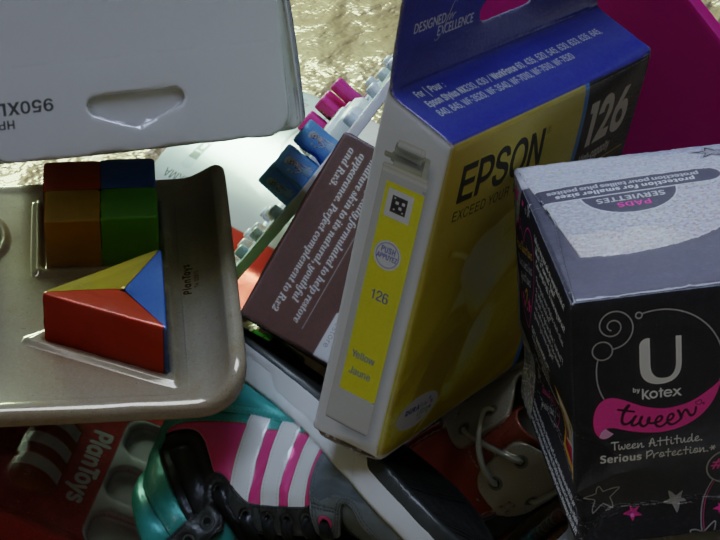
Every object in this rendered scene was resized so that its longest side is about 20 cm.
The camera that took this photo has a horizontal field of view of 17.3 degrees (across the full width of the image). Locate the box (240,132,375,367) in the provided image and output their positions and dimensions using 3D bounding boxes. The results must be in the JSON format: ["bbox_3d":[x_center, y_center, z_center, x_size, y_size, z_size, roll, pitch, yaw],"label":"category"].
[{"bbox_3d":[0.000,0.000,1.162,0.075,0.100,0.200,30,-2,1],"label":"box"}]

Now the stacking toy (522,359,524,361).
[{"bbox_3d":[0.098,0.005,1.231,0.085,0.086,0.200,3,38,14],"label":"stacking toy"}]

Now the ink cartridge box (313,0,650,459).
[{"bbox_3d":[0.062,-0.041,1.024,0.047,0.200,0.198,26,28,23],"label":"ink cartridge box"}]

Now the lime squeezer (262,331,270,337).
[{"bbox_3d":[0.026,0.031,1.288,0.200,0.038,0.071,2,61,10],"label":"lime squeezer"}]

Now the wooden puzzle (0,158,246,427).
[{"bbox_3d":[-0.157,0.003,1.080,0.200,0.046,0.185,-6,35,-3],"label":"wooden puzzle"}]

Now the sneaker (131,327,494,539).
[{"bbox_3d":[-0.035,0.115,1.046,0.084,0.121,0.200,30,5,-43],"label":"sneaker"}]

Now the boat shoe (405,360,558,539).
[{"bbox_3d":[0.079,0.076,1.093,0.200,0.063,0.071,-25,72,-6],"label":"boat shoe"}]

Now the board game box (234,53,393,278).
[{"bbox_3d":[-0.022,-0.072,1.278,0.026,0.200,0.200,38,55,-4],"label":"board game box"}]

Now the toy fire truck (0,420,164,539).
[{"bbox_3d":[-0.151,0.075,1.167,0.168,0.112,0.200,22,31,-1],"label":"toy fire truck"}]

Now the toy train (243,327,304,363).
[{"bbox_3d":[-0.060,0.047,1.158,0.200,0.042,0.056,36,22,5],"label":"toy train"}]

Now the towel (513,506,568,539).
[{"bbox_3d":[0.171,0.072,1.092,0.200,0.147,0.022,-24,76,-30],"label":"towel"}]

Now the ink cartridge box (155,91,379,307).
[{"bbox_3d":[-0.069,-0.043,1.412,0.200,0.057,0.162,-20,32,-36],"label":"ink cartridge box"}]

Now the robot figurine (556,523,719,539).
[{"bbox_3d":[0.158,0.138,0.973,0.200,0.113,0.170,-7,5,-5],"label":"robot figurine"}]

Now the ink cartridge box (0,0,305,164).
[{"bbox_3d":[-0.102,-0.101,1.136,0.144,0.084,0.200,-7,5,-1],"label":"ink cartridge box"}]

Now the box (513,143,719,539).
[{"bbox_3d":[0.170,0.018,0.953,0.200,0.115,0.132,-6,27,-5],"label":"box"}]

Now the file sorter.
[{"bbox_3d":[0.148,-0.086,1.183,0.139,0.200,0.125,-37,3,31],"label":"file sorter"}]
